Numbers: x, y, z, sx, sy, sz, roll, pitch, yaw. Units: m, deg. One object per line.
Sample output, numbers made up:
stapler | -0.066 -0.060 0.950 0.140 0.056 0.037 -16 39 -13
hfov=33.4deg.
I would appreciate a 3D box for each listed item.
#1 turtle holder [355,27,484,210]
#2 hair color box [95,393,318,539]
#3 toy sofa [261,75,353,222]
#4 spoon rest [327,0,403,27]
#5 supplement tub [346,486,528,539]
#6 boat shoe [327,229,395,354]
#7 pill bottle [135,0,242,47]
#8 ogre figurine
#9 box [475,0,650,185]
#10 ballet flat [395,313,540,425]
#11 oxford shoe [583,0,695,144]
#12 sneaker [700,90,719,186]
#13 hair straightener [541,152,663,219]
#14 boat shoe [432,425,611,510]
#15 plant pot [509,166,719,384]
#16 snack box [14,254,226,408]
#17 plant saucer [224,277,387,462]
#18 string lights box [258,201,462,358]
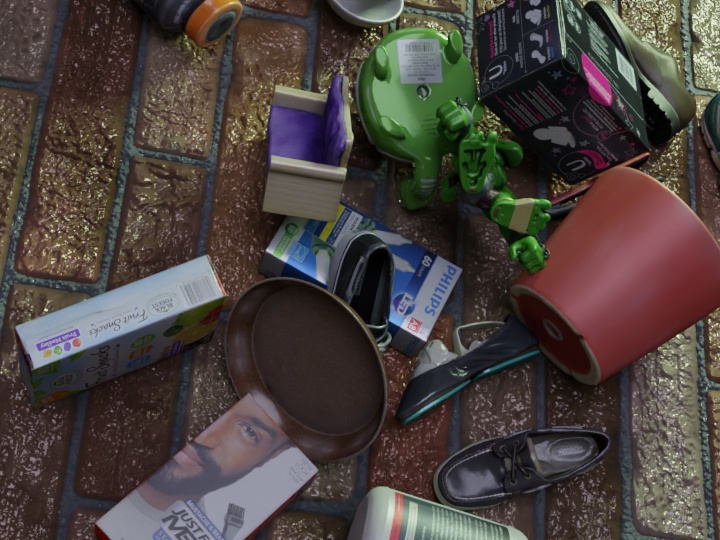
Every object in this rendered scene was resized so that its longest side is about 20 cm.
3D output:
turtle holder | 0.068 -0.181 1.380 0.141 0.132 0.186 -35 95 -15
hair color box | -0.152 0.231 1.194 0.111 0.064 0.200 45 64 9
toy sofa | -0.060 -0.144 1.307 0.082 0.098 0.200 9 30 -8
spoon rest | -0.042 -0.353 1.467 0.199 0.061 0.100 16 51 -4
supplement tub | 0.083 0.304 1.172 0.199 0.140 0.141 18 64 -4
boat shoe | 0.000 0.061 1.244 0.073 0.068 0.201 7 104 -28
pill bottle | -0.228 -0.355 1.406 0.106 0.106 0.200 -39 80 -24
ogre figurine | 0.131 -0.100 1.278 0.200 0.120 0.098 36 101 -18
box | 0.232 -0.215 1.386 0.200 0.114 0.133 36 43 -41
ballet flat | 0.107 0.100 1.306 0.199 0.073 0.073 -24 74 -27
oxford shoe | 0.351 -0.261 1.519 0.084 0.073 0.201 -33 90 -26
sneaker | 0.484 -0.136 1.486 0.077 0.080 0.201 -16 72 -19
hair straightener | 0.281 -0.073 1.434 0.199 0.041 0.077 -22 73 -20
boat shoe | 0.174 0.203 1.278 0.199 0.065 0.072 -10 71 -16
plant pot | 0.274 0.016 1.322 0.177 0.201 0.201 -39 79 -12
snack box | -0.241 0.063 1.202 0.199 0.142 0.053 -21 74 -21
plant saucer | -0.051 0.097 1.218 0.200 0.200 0.034 46 37 9
string lights box | 0.000 0.000 1.329 0.199 0.059 0.103 29 63 1
